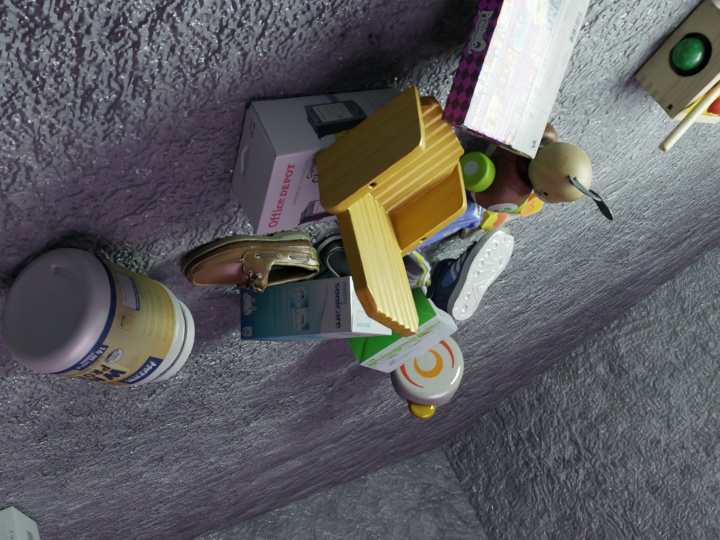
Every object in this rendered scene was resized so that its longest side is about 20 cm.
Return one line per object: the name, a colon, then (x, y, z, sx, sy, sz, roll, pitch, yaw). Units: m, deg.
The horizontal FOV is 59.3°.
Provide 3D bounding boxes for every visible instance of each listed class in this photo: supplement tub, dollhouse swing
supplement tub: (-0.313, 0.066, 0.785, 0.144, 0.145, 0.200, -32, 155, 9)
dollhouse swing: (0.066, -0.054, 0.711, 0.181, 0.176, 0.200, -34, 154, 10)

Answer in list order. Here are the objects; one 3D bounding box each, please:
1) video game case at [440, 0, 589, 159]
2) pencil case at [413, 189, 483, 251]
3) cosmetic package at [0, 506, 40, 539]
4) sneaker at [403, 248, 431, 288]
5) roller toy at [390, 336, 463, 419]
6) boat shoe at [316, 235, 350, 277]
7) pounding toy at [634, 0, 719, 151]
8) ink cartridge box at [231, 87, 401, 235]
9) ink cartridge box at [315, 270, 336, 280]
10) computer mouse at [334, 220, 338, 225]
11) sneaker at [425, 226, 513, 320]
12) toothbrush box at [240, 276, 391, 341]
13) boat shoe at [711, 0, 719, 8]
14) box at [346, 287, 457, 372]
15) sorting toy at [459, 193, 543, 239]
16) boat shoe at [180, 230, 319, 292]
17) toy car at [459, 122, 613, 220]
video game case: (0.180, -0.242, 0.716, 0.181, 0.036, 0.201, 4, 107, -51)
pencil case: (0.105, -0.078, 1.017, 0.199, 0.087, 0.078, -21, 139, -18)
cosmetic package: (-0.817, 0.624, 1.365, 0.199, 0.123, 0.200, -19, 154, -22)
sneaker: (0.081, -0.006, 1.151, 0.081, 0.074, 0.200, -24, 154, -1)
roller toy: (0.167, 0.252, 1.596, 0.182, 0.200, 0.140, -29, 157, -11)
boat shoe: (0.000, 0.000, 1.067, 0.076, 0.060, 0.200, -43, 146, 16)
pounding toy: (0.538, -0.297, 0.974, 0.199, 0.143, 0.184, -8, 148, -38)
ink cartridge box: (-0.039, -0.131, 0.762, 0.199, 0.086, 0.148, -16, 153, -28)
ink cartridge box: (-0.074, 0.080, 1.182, 0.200, 0.050, 0.161, -39, 154, 17)
computer mouse: (0.053, -0.111, 0.964, 0.199, 0.034, 0.059, -16, 126, -10)
sneaker: (0.196, -0.015, 1.221, 0.080, 0.146, 0.201, 20, 104, -30)
toothbrush box: (-0.069, 0.066, 1.002, 0.199, 0.086, 0.146, -7, 170, 24)
boat shoe: (0.584, -0.412, 0.885, 0.199, 0.072, 0.068, -16, 157, -21)
box: (0.092, 0.132, 1.396, 0.200, 0.097, 0.176, -34, 156, 12)
sorting toy: (0.279, -0.133, 1.149, 0.184, 0.037, 0.200, -22, 155, -14)
boat shoe: (-0.151, -0.007, 0.905, 0.199, 0.068, 0.072, -15, 153, -27)
toy car: (0.271, -0.128, 0.921, 0.164, 0.200, 0.158, 16, 108, -53)
